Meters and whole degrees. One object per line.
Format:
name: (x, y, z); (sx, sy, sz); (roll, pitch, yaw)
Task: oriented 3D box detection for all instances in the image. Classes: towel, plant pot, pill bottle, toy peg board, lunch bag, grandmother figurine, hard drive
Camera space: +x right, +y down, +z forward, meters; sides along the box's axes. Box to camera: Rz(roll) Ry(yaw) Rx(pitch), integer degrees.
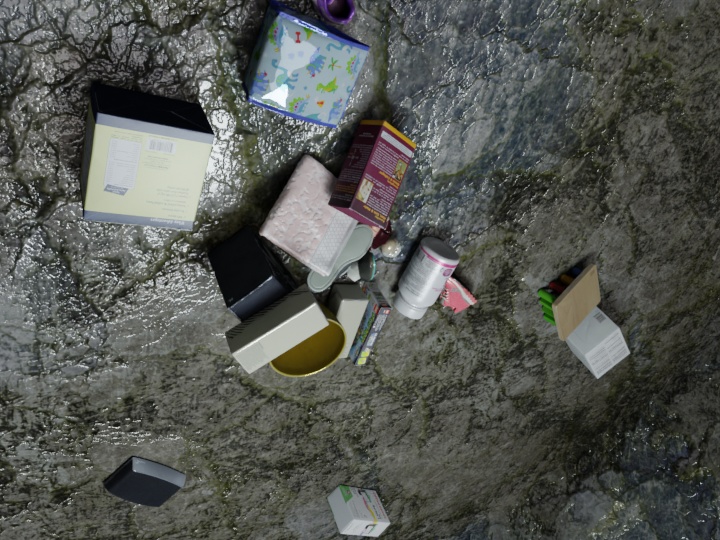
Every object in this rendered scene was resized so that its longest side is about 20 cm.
towel: (-0.098, -0.116, 1.304); (0.190, 0.032, 0.202); (35, 76, -27)
plant pot: (-0.149, 0.144, 1.489); (0.197, 0.143, 0.202); (-14, 134, -15)
pill bottle: (0.170, 0.022, 1.589); (0.112, 0.114, 0.201); (9, 122, -33)
toy peg board: (0.675, 0.086, 1.950); (0.199, 0.098, 0.201); (-43, 137, -12)
lunch bag: (-0.100, -0.374, 1.110); (0.198, 0.128, 0.171); (14, 119, -25)
grandmother figurine: (0.030, -0.092, 1.460); (0.121, 0.061, 0.199); (-39, 132, 18)
hard drive: (-0.605, 0.605, 1.689); (0.135, 0.042, 0.200); (-41, 134, 7)

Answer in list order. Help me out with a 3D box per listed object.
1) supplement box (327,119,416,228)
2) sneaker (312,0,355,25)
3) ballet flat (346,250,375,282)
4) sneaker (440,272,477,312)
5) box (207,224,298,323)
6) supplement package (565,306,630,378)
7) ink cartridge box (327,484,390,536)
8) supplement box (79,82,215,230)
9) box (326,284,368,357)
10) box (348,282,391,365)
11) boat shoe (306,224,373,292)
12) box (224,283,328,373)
supplement box: (0.026, -0.208, 1.290); (0.110, 0.085, 0.202); (25, 86, -40)
sneaker: (-0.072, -0.508, 1.043); (0.080, 0.089, 0.200); (-41, 133, 10)
ballet flat: (0.000, 0.000, 1.457); (0.067, 0.069, 0.200); (-7, 169, -2)
sneaker: (0.259, 0.064, 1.701); (0.087, 0.074, 0.200); (-40, 134, 9)
box: (-0.220, 0.043, 1.332); (0.123, 0.201, 0.197); (-36, 135, 2)
supplement package: (0.820, 0.244, 2.098); (0.150, 0.152, 0.200); (-39, 134, 5)
ink cartridge box: (-0.006, 0.871, 2.163); (0.199, 0.145, 0.084); (27, 111, -40)
supplement box: (-0.392, -0.200, 1.084); (0.198, 0.135, 0.202); (4, 124, -31)
box: (-0.053, 0.137, 1.581); (0.081, 0.069, 0.202); (2, 124, -30)
box: (0.013, 0.144, 1.605); (0.034, 0.110, 0.202); (4, 123, -30)
boat shoe: (-0.052, -0.030, 1.384); (0.199, 0.060, 0.076); (-40, 93, -14)
box: (-0.172, 0.120, 1.232); (0.198, 0.069, 0.083); (-31, 135, -5)
